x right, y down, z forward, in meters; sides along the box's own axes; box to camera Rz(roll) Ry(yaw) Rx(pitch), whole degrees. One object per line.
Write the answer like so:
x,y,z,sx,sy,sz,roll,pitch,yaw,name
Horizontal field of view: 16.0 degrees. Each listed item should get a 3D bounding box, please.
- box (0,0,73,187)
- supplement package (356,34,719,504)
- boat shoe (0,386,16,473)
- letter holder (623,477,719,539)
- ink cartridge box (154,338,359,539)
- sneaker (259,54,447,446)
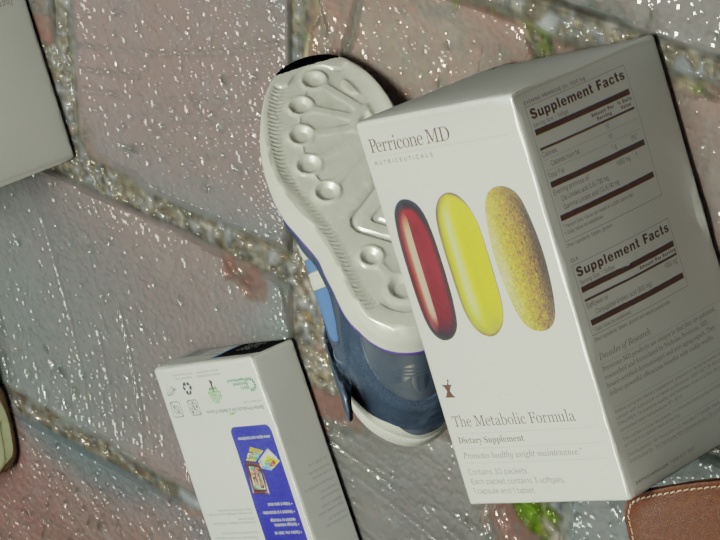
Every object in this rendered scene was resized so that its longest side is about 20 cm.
-0.288,-0.141,1.590,0.152,0.106,0.200,-6,104,48,box
0.097,0.001,1.248,0.114,0.109,0.200,-8,103,48,supplement package
-0.289,0.053,1.709,0.072,0.076,0.200,-5,105,48,boat shoe
0.235,0.147,1.184,0.200,0.100,0.142,-5,103,48,letter holder
-0.052,0.142,1.532,0.099,0.039,0.200,-8,101,48,ink cartridge box
0.000,0.000,1.376,0.147,0.080,0.200,87,163,-54,sneaker
